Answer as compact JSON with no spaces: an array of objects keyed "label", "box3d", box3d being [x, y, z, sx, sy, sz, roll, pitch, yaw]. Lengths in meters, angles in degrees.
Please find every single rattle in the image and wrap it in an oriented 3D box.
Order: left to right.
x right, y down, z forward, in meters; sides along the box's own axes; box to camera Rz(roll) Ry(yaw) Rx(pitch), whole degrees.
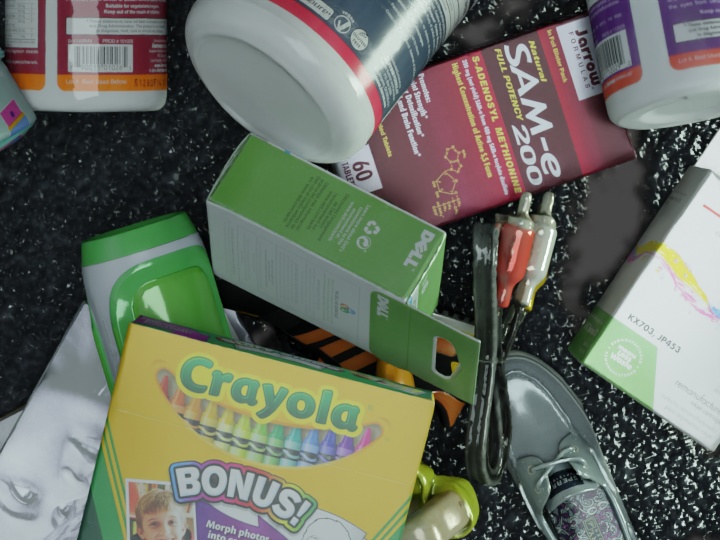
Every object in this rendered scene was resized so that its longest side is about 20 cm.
[{"label":"rattle","box3d":[-0.030,0.159,1.560,0.199,0.130,0.143,-23,111,35]}]

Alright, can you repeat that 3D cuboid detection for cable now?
[{"label":"cable","box3d":[0.099,0.044,1.540,0.050,0.097,0.202,3,86,19]}]

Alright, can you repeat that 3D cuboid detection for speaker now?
[{"label":"speaker","box3d":[-0.122,0.067,1.522,0.088,0.088,0.202,-16,95,-2]}]

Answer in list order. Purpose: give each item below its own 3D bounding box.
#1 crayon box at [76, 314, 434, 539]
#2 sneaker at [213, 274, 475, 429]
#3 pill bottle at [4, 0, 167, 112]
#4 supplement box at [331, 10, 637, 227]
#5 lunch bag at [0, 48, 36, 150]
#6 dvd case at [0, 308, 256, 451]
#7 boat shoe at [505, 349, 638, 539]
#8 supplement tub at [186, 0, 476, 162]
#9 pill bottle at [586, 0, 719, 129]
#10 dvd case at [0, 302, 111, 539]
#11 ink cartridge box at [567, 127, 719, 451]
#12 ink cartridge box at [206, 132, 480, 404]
[{"label":"crayon box","box3d":[-0.068,0.138,1.455,0.198,0.058,0.174,14,96,1]},{"label":"sneaker","box3d":[-0.013,0.054,1.578,0.199,0.070,0.091,13,92,-8]},{"label":"pill bottle","box3d":[-0.182,-0.207,1.524,0.109,0.110,0.202,1,96,-3]},{"label":"supplement box","box3d":[0.077,-0.096,1.575,0.199,0.061,0.110,-20,96,-2]},{"label":"lunch bag","box3d":[-0.315,-0.073,1.486,0.199,0.160,0.077,-21,102,35]},{"label":"dvd case","box3d":[-0.144,0.129,1.607,0.199,0.016,0.149,-28,96,-1]},{"label":"boat shoe","box3d":[0.145,0.147,1.597,0.070,0.072,0.202,-29,96,0]},{"label":"supplement tub","box3d":[-0.006,-0.183,1.487,0.140,0.140,0.200,40,67,-6]},{"label":"pill bottle","box3d":[0.202,-0.204,1.524,0.110,0.111,0.202,-9,82,-2]},{"label":"dvd case","box3d":[-0.174,0.144,1.583,0.148,0.016,0.201,29,93,-6]},{"label":"ink cartridge box","box3d":[0.248,0.008,1.591,0.117,0.067,0.201,33,93,-6]},{"label":"ink cartridge box","box3d":[0.000,0.000,1.481,0.199,0.104,0.060,27,66,12]}]
